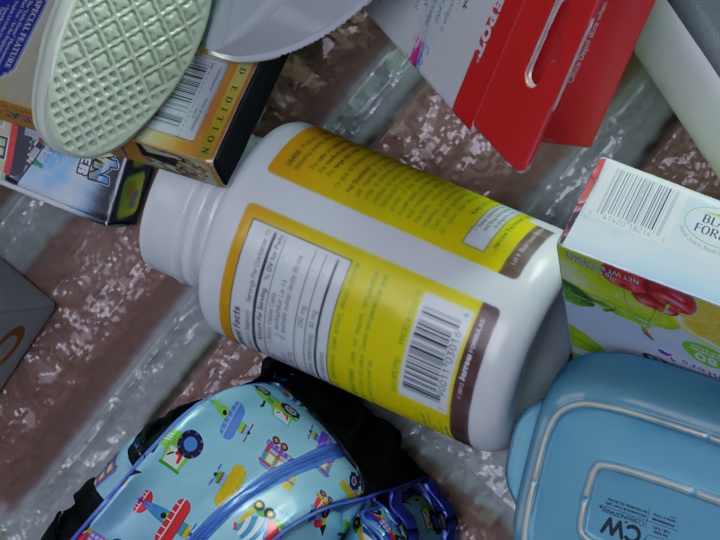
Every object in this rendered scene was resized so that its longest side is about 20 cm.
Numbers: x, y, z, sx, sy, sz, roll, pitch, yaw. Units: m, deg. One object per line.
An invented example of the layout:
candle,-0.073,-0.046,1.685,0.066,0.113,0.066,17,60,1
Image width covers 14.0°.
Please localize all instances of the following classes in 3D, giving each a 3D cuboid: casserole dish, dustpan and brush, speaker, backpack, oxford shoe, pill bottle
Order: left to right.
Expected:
oxford shoe,-0.104,-0.147,1.332,0.058,0.075,0.201,12,84,51
backpack,-0.065,0.139,1.354,0.134,0.200,0.183,43,103,13
pill bottle,0.000,0.000,1.376,0.199,0.109,0.110,24,99,17
dustpan and brush,0.012,-0.169,1.287,0.200,0.057,0.140,-21,52,58
casserole dish,0.148,0.111,1.284,0.199,0.039,0.122,18,105,24
speaker,0.176,-0.091,1.330,0.081,0.081,0.201,-35,80,16

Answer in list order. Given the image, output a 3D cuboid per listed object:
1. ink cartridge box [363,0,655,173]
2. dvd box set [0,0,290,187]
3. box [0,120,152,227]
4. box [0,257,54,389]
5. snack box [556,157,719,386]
ink cartridge box,0.070,-0.135,1.294,0.200,0.067,0.117,53,128,48
dvd box set,-0.124,-0.132,1.387,0.199,0.029,0.147,17,70,20
box,-0.134,-0.134,1.457,0.110,0.035,0.201,21,98,18
box,-0.254,0.039,1.416,0.097,0.200,0.125,39,102,14
snack box,0.190,0.034,1.294,0.199,0.142,0.053,22,70,18
